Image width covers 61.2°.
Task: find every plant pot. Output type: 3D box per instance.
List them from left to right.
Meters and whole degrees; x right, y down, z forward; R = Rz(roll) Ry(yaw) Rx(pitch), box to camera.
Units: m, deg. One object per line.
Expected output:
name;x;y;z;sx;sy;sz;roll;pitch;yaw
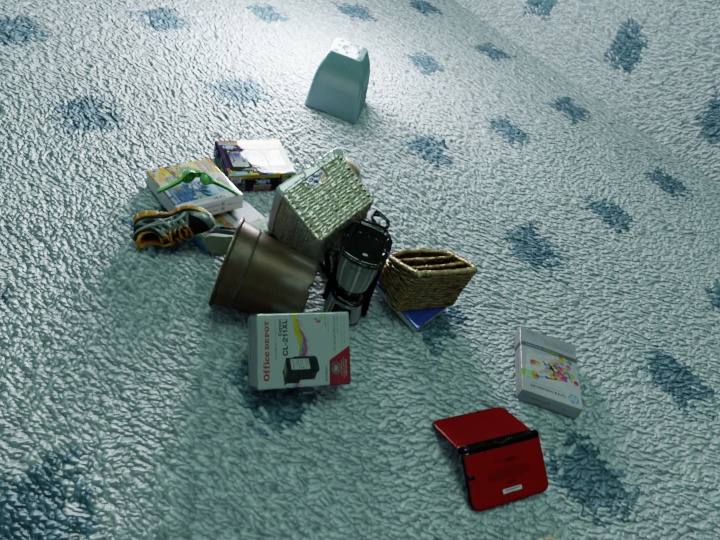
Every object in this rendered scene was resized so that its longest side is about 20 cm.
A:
plant pot;-0.205;0.015;1.333;0.193;0.203;0.203;21;40;-10
plant pot;-0.061;-0.667;2.087;0.191;0.203;0.198;19;40;-2

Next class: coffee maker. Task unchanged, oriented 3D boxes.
coffee maker;0.000;0.000;1.416;0.134;0.203;0.191;38;44;17

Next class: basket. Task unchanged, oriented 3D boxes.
basket;-0.094;-0.138;1.433;0.197;0.201;0.162;-37;80;-26
basket;0.158;-0.005;1.472;0.195;0.151;0.145;-4;53;-28

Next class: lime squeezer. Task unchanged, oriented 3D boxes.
lime squeezer;-0.401;-0.220;1.509;0.193;0.038;0.072;1;40;-16

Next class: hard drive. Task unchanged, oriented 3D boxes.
hard drive;0.111;0.048;1.526;0.130;0.026;0.201;-27;68;-40

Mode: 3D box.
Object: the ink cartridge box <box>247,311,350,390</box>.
ink cartridge box;-0.125;0.161;1.235;0.194;0.082;0.151;0;85;-22

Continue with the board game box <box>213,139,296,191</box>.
board game box;-0.299;-0.297;1.711;0.195;0.058;0.167;-6;46;-27

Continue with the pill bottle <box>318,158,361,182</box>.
pill bottle;-0.068;-0.212;1.673;0.111;0.116;0.203;19;42;-1

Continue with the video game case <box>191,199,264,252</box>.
video game case;-0.355;-0.129;1.542;0.142;0.018;0.198;40;45;19

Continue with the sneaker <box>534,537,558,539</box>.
sneaker;0.284;0.534;1.082;0.195;0.079;0.079;-10;63;-26

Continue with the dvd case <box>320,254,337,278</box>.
dvd case;-0.029;-0.053;1.593;0.195;0.025;0.152;-9;51;-29

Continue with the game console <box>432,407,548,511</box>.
game console;0.268;0.385;1.265;0.194;0.118;0.178;-5;78;-26

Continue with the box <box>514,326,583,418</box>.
box;0.450;0.242;1.472;0.152;0.042;0.203;19;43;-3

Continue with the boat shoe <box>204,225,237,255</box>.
boat shoe;-0.267;-0.068;1.445;0.193;0.076;0.067;5;39;9

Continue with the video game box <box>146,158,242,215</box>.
video game box;-0.424;-0.207;1.555;0.179;0.048;0.200;-18;47;-37

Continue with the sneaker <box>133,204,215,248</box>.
sneaker;-0.431;-0.094;1.404;0.193;0.079;0.079;-8;52;6

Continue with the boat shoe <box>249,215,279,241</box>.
boat shoe;-0.214;-0.100;1.534;0.197;0.071;0.070;-28;69;-24
